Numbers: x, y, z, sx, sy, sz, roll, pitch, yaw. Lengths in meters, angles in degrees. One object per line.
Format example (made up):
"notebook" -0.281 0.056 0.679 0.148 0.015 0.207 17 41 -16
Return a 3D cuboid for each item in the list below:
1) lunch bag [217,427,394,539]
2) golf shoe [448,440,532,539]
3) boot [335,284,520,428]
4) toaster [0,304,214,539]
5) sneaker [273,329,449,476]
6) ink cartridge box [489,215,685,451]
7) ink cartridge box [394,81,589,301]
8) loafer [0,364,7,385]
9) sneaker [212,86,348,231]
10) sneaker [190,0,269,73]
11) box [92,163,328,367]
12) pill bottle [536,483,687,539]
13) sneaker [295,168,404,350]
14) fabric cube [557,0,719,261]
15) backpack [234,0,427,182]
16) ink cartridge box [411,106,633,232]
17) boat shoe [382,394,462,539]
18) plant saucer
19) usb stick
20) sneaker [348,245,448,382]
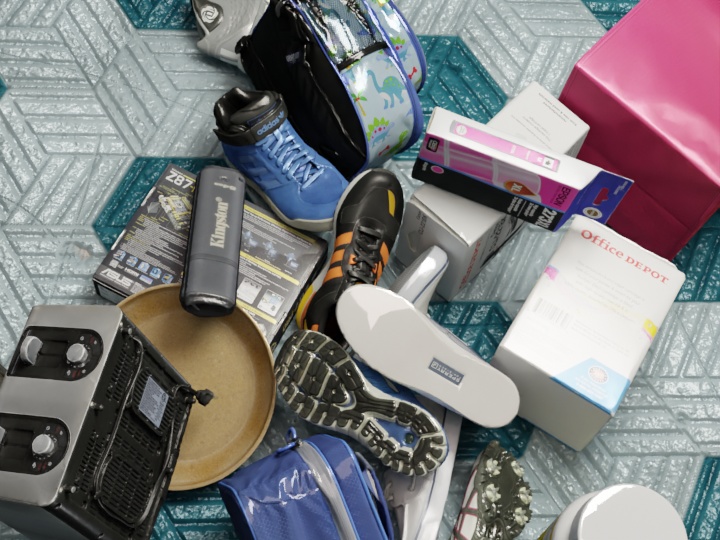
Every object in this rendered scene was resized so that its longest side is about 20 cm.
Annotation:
"lunch bag" -0.037 0.241 1.057 0.131 0.136 0.202 -20 93 -16
"golf shoe" 0.111 0.250 1.118 0.077 0.088 0.201 42 37 -21
"boot" 0.059 0.084 1.123 0.199 0.090 0.073 37 87 -2
"toaster" -0.238 0.146 1.030 0.118 0.200 0.182 5 62 21
"sneaker" 0.001 0.130 1.117 0.199 0.089 0.079 36 91 20
"ink cartridge box" 0.230 0.056 1.195 0.128 0.125 0.201 31 65 9
"ink cartridge box" 0.137 -0.081 1.241 0.084 0.145 0.200 42 69 14
"loafer" -0.343 0.149 1.128 0.073 0.072 0.200 -34 72 -19
"sneaker" -0.085 -0.124 1.224 0.077 0.112 0.200 -38 50 -17
"sneaker" -0.141 -0.333 1.376 0.115 0.075 0.201 17 65 6
"box" -0.156 -0.003 1.231 0.199 0.049 0.162 26 67 7
"pill bottle" 0.218 0.265 1.053 0.113 0.200 0.115 2 65 -4
"sneaker" 0.000 0.000 1.166 0.069 0.201 0.090 16 20 -23
"fabric cube" 0.338 -0.163 1.269 0.199 0.200 0.196 41 67 12
"backpack" -0.015 -0.208 1.262 0.146 0.183 0.201 -29 91 -24
"ink cartridge box" 0.151 -0.088 1.114 0.198 0.095 0.037 19 66 1
"boat shoe" 0.053 0.215 1.141 0.065 0.074 0.201 13 54 5
"plant saucer" -0.179 0.114 1.154 0.198 0.035 0.202 -1 83 5
"usb stick" -0.146 -0.032 1.172 0.055 0.033 0.201 6 44 -7
"sneaker" 0.040 0.071 1.184 0.071 0.073 0.201 32 96 -6
